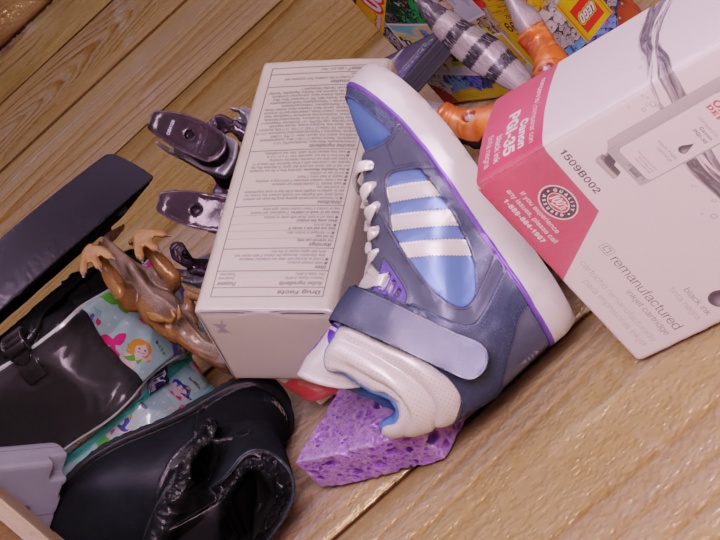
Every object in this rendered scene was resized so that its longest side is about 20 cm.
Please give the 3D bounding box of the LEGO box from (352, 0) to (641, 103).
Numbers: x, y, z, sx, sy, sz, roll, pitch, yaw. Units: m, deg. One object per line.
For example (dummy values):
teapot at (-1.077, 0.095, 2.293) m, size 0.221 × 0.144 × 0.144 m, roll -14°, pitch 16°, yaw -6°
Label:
LEGO box at (0.088, -0.205, 1.444) m, size 0.077 × 0.149 × 0.200 m, roll -51°, pitch 21°, yaw -18°

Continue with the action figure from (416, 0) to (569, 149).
action figure at (0.094, -0.072, 1.170) m, size 0.200 × 0.105 × 0.193 m, roll -42°, pitch 59°, yaw -14°

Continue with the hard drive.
hard drive at (-0.239, -0.001, 1.381) m, size 0.200 × 0.042 × 0.135 m, roll -43°, pitch 3°, yaw -20°

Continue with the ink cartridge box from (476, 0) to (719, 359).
ink cartridge box at (0.182, -0.063, 0.996) m, size 0.200 × 0.147 × 0.083 m, roll -30°, pitch 26°, yaw 33°

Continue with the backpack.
backpack at (-0.192, 0.077, 1.407) m, size 0.177 × 0.151 × 0.200 m, roll -35°, pitch 12°, yaw 25°

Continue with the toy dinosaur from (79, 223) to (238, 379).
toy dinosaur at (-0.148, 0.009, 1.311) m, size 0.060 × 0.106 × 0.200 m, roll -38°, pitch 53°, yaw -10°

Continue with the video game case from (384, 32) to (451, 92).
video game case at (-0.017, -0.110, 1.468) m, size 0.143 × 0.019 × 0.200 m, roll -50°, pitch 17°, yaw -28°

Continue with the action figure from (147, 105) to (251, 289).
action figure at (-0.094, -0.054, 1.349) m, size 0.200 × 0.069 × 0.130 m, roll 45°, pitch -127°, yaw -79°

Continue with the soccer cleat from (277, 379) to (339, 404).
soccer cleat at (0.000, 0.000, 1.312) m, size 0.067 × 0.076 × 0.200 m, roll -15°, pitch 35°, yaw 52°

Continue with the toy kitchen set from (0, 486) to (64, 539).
toy kitchen set at (-0.222, 0.236, 1.120) m, size 0.163 × 0.180 × 0.200 m, roll -46°, pitch 22°, yaw -4°

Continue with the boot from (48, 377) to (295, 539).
boot at (-0.126, 0.151, 1.233) m, size 0.200 × 0.076 × 0.168 m, roll -33°, pitch 12°, yaw 9°

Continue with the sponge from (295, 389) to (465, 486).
sponge at (0.045, 0.044, 1.212) m, size 0.112 × 0.030 × 0.200 m, roll -20°, pitch 31°, yaw 47°

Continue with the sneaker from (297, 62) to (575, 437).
sneaker at (0.010, -0.004, 1.108) m, size 0.146 × 0.200 × 0.081 m, roll -35°, pitch -11°, yaw -5°

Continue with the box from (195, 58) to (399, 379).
box at (-0.030, -0.034, 1.241) m, size 0.095 × 0.078 × 0.200 m, roll 1°, pitch 55°, yaw 19°

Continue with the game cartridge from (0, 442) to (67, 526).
game cartridge at (-0.273, 0.202, 1.264) m, size 0.042 × 0.133 × 0.200 m, roll 38°, pitch 114°, yaw 39°
